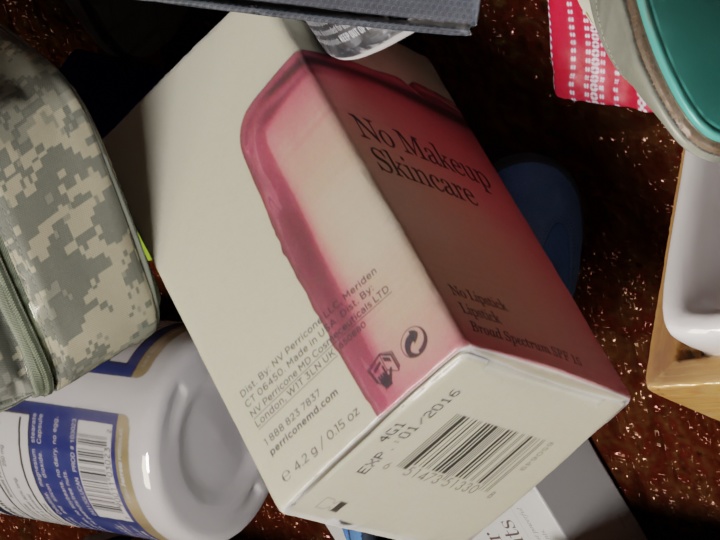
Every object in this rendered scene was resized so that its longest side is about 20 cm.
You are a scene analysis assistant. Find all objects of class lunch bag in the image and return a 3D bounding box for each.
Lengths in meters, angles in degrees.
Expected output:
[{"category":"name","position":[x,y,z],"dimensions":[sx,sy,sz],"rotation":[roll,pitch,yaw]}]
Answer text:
[{"category":"lunch bag","position":[-0.198,-0.016,1.160],"dimensions":[0.200,0.167,0.140],"rotation":[39,154,57]}]

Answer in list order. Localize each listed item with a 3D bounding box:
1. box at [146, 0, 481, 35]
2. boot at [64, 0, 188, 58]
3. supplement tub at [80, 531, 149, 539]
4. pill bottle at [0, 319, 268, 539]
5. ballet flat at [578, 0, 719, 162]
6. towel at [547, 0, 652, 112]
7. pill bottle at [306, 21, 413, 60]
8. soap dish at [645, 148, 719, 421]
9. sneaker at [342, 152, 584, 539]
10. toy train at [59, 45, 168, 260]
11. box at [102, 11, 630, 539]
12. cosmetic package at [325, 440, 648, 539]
[{"category":"box","position":[-0.024,-0.194,1.008],"dimensions":[0.157,0.051,0.201],"rotation":[6,103,-8]},{"category":"boot","position":[-0.165,-0.178,1.262],"dimensions":[0.131,0.070,0.201],"rotation":[-18,102,50]},{"category":"supplement tub","position":[-0.077,0.228,1.484],"dimensions":[0.199,0.145,0.145],"rotation":[9,131,34]},{"category":"pill bottle","position":[-0.148,0.077,1.433],"dimensions":[0.199,0.111,0.112],"rotation":[5,129,37]},{"category":"ballet flat","position":[0.103,-0.128,1.025],"dimensions":[0.064,0.067,0.201],"rotation":[-32,66,55]},{"category":"towel","position":[0.158,-0.107,1.084],"dimensions":[0.199,0.022,0.145],"rotation":[17,134,28]},{"category":"pill bottle","position":[-0.023,-0.192,1.088],"dimensions":[0.106,0.106,0.200],"rotation":[-20,110,47]},{"category":"soap dish","position":[0.212,-0.019,0.991],"dimensions":[0.199,0.158,0.081],"rotation":[-5,142,25]},{"category":"sneaker","position":[0.048,0.047,1.216],"dimensions":[0.066,0.079,0.201],"rotation":[22,108,-8]},{"category":"toy train","position":[-0.118,-0.052,1.325],"dimensions":[0.199,0.085,0.116],"rotation":[16,148,28]},{"category":"box","position":[0.000,0.000,1.141],"dimensions":[0.109,0.128,0.201],"rotation":[-42,57,21]},{"category":"cosmetic package","position":[0.040,0.096,1.344],"dimensions":[0.150,0.052,0.201],"rotation":[-11,118,46]}]
